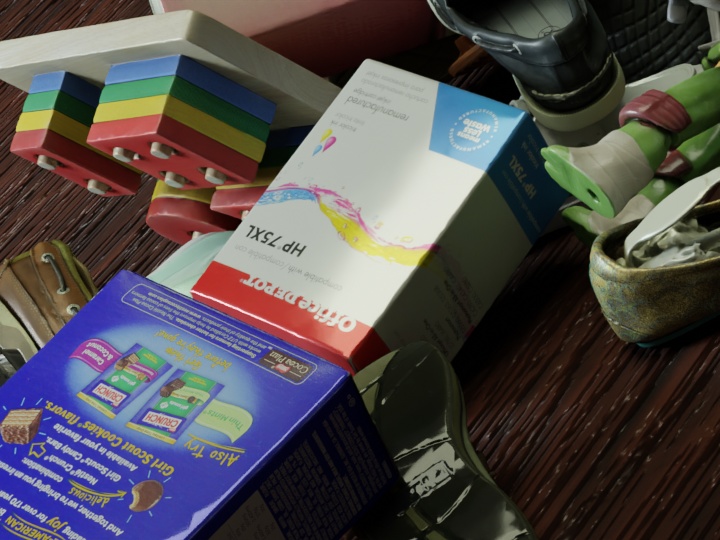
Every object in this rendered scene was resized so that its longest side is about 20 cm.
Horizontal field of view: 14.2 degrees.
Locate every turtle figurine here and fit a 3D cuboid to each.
[{"bbox_3d":[0.161,-0.107,1.445,0.194,0.200,0.144,-44,2,-11],"label":"turtle figurine"}]

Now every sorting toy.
[{"bbox_3d":[-0.085,-0.066,1.636,0.200,0.198,0.070,-3,66,51],"label":"sorting toy"}]

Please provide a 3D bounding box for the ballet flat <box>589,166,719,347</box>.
[{"bbox_3d":[0.198,-0.028,1.352,0.200,0.071,0.071,-25,24,15],"label":"ballet flat"}]

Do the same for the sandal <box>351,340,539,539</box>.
[{"bbox_3d":[0.031,0.107,1.311,0.080,0.057,0.201,-31,39,4],"label":"sandal"}]

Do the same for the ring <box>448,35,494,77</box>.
[{"bbox_3d":[0.132,-0.172,1.668,0.200,0.019,0.200,-33,-1,-1],"label":"ring"}]

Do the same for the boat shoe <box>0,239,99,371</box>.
[{"bbox_3d":[-0.128,0.053,1.489,0.068,0.072,0.200,-40,59,-9],"label":"boat shoe"}]

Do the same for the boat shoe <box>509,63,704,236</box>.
[{"bbox_3d":[0.101,-0.063,1.534,0.200,0.067,0.074,-32,24,0],"label":"boat shoe"}]

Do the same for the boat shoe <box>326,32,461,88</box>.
[{"bbox_3d":[0.059,-0.154,1.774,0.072,0.068,0.200,38,66,20],"label":"boat shoe"}]

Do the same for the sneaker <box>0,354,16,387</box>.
[{"bbox_3d":[-0.196,0.055,1.600,0.075,0.116,0.200,-19,27,27],"label":"sneaker"}]

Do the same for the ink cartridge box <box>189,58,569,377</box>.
[{"bbox_3d":[0.000,0.000,1.455,0.116,0.067,0.200,21,66,39],"label":"ink cartridge box"}]

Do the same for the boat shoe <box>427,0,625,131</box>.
[{"bbox_3d":[0.075,-0.152,1.539,0.074,0.066,0.200,-28,43,2],"label":"boat shoe"}]

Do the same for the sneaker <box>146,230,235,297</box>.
[{"bbox_3d":[-0.095,0.036,1.561,0.118,0.074,0.200,-12,27,50],"label":"sneaker"}]

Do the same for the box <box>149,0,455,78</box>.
[{"bbox_3d":[-0.028,-0.189,1.685,0.199,0.128,0.109,-19,-16,-4],"label":"box"}]

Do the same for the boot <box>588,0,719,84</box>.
[{"bbox_3d":[0.200,-0.154,1.619,0.200,0.068,0.131,-18,11,43],"label":"boot"}]

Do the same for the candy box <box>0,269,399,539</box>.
[{"bbox_3d":[-0.111,0.110,1.288,0.200,0.077,0.169,-44,40,-21],"label":"candy box"}]
